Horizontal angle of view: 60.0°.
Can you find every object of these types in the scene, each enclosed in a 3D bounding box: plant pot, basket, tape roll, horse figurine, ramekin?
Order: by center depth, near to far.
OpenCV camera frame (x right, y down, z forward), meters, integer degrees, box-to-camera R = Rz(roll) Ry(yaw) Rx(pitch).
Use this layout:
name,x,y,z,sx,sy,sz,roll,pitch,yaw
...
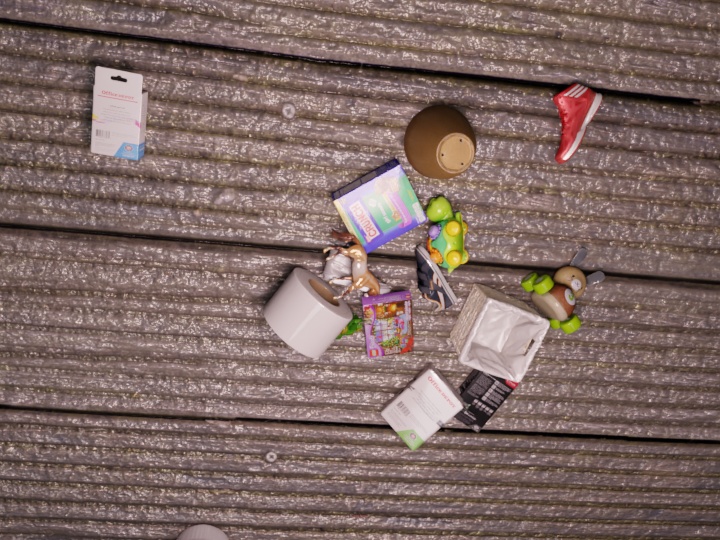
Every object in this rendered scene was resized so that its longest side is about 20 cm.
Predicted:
name,x,y,z,sx,sy,sz,roll,pitch,yaw
plant pot,0.213,-0.304,1.537,0.183,0.200,0.190,-2,108,-6
horse figurine,-0.023,-0.012,1.617,0.130,0.050,0.203,-11,105,-3
tape roll,-0.137,0.110,1.639,0.202,0.203,0.140,38,102,-15
basket,0.379,0.168,1.728,0.197,0.161,0.201,20,106,-11
ramekin,-0.492,0.886,1.920,0.197,0.098,0.204,-2,108,-5

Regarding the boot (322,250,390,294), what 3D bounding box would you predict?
name,x,y,z,sx,sy,sz,roll,pitch,yaw
boot,0.000,0.000,1.686,0.197,0.073,0.097,15,93,-21

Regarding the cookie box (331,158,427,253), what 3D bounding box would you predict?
name,x,y,z,sx,sy,sz,roll,pitch,yaw
cookie box,0.049,-0.165,1.632,0.198,0.075,0.173,-28,110,5

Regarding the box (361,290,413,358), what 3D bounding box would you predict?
name,x,y,z,sx,sy,sz,roll,pitch,yaw
box,0.077,0.152,1.727,0.134,0.039,0.202,-8,128,-2

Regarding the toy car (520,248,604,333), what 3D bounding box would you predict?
name,x,y,z,sx,sy,sz,roll,pitch,yaw
toy car,0.578,0.042,1.720,0.199,0.158,0.165,-39,98,-4

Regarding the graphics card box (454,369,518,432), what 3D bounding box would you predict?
name,x,y,z,sx,sy,sz,roll,pitch,yaw
graphics card box,0.359,0.369,1.850,0.125,0.051,0.201,33,102,-14

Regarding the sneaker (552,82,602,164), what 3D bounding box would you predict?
name,x,y,z,sx,sy,sz,roll,pitch,yaw
sneaker,0.527,-0.387,1.613,0.114,0.078,0.202,27,92,-5

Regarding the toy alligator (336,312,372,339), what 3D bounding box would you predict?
name,x,y,z,sx,sy,sz,roll,pitch,yaw
toy alligator,-0.026,0.140,1.699,0.058,0.199,0.055,-4,73,-31

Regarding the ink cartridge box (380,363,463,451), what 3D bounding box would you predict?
name,x,y,z,sx,sy,sz,roll,pitch,yaw
ink cartridge box,0.180,0.393,1.803,0.200,0.084,0.146,-43,87,10

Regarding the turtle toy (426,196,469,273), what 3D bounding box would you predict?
name,x,y,z,sx,sy,sz,roll,pitch,yaw
turtle toy,0.226,-0.095,1.650,0.099,0.145,0.204,-2,92,20

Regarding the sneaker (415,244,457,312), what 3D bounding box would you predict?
name,x,y,z,sx,sy,sz,roll,pitch,yaw
sneaker,0.189,0.029,1.708,0.079,0.079,0.201,-33,110,0

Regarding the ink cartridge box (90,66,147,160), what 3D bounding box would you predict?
name,x,y,z,sx,sy,sz,roll,pitch,yaw
ink cartridge box,-0.581,-0.381,1.508,0.113,0.068,0.203,9,108,-8
